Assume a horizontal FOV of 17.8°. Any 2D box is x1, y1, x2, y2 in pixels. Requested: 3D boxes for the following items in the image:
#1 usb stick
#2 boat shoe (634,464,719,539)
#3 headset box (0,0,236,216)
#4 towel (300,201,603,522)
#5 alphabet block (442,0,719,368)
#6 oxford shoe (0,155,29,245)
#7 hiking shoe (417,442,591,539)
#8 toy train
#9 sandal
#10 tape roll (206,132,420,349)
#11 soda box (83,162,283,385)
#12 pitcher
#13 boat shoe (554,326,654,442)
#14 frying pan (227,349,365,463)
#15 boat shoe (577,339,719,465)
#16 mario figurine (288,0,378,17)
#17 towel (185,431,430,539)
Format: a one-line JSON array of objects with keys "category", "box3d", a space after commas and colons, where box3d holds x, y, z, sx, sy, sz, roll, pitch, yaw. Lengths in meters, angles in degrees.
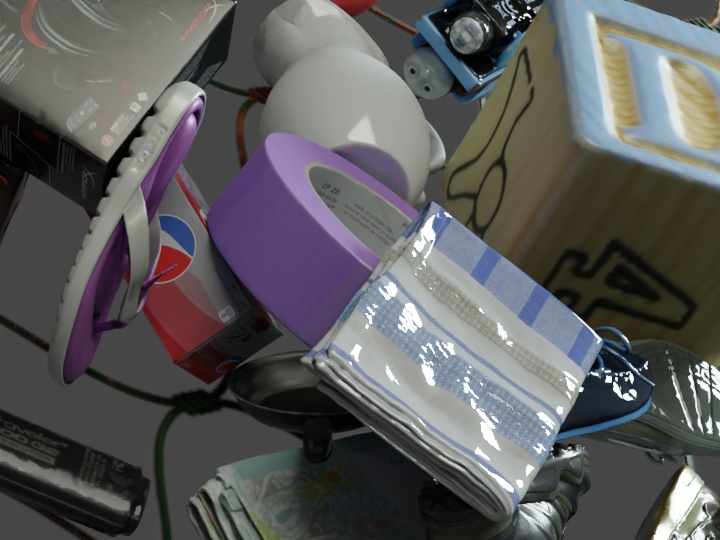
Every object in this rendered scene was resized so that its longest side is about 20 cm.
[{"category": "usb stick", "box3d": [-0.219, 0.101, 1.342, 0.200, 0.033, 0.055, 23, 31, -9]}, {"category": "boat shoe", "box3d": [0.204, 0.198, 1.479, 0.066, 0.072, 0.201, 28, 33, 5]}, {"category": "headset box", "box3d": [-0.202, -0.151, 1.441, 0.200, 0.075, 0.149, 33, 63, 8]}, {"category": "towel", "box3d": [0.060, 0.048, 1.338, 0.147, 0.024, 0.200, 39, 37, -1]}, {"category": "alphabet block", "box3d": [0.187, -0.053, 1.645, 0.196, 0.200, 0.195, 18, 40, -16]}, {"category": "oxford shoe", "box3d": [-0.252, -0.036, 1.438, 0.071, 0.073, 0.200, 23, 38, -10]}, {"category": "hiking shoe", "box3d": [0.087, 0.161, 1.384, 0.076, 0.101, 0.200, -2, 6, 26]}, {"category": "toy train", "box3d": [0.099, -0.182, 1.779, 0.087, 0.114, 0.200, 49, 29, 3]}, {"category": "sandal", "box3d": [-0.135, -0.017, 1.397, 0.050, 0.203, 0.082, 25, 6, 10]}, {"category": "tape roll", "box3d": [0.000, 0.000, 1.468, 0.200, 0.066, 0.200, 37, 14, -11]}, {"category": "soda box", "box3d": [-0.130, -0.028, 1.480, 0.200, 0.063, 0.070, 58, 6, 22]}, {"category": "pitcher", "box3d": [0.004, -0.093, 1.651, 0.171, 0.121, 0.200, 32, 23, -24]}, {"category": "boat shoe", "box3d": [0.133, 0.066, 1.450, 0.084, 0.069, 0.200, 0, 6, 27]}, {"category": "frying pan", "box3d": [-0.013, 0.087, 1.430, 0.115, 0.031, 0.190, -7, 20, -22]}, {"category": "boat shoe", "box3d": [0.180, 0.091, 1.594, 0.202, 0.065, 0.075, 12, 52, -25]}, {"category": "mario figurine", "box3d": [-0.068, -0.264, 1.784, 0.200, 0.106, 0.124, 20, 73, -1]}, {"category": "towel", "box3d": [0.010, 0.180, 1.394, 0.200, 0.048, 0.171, -9, 55, -40]}]
